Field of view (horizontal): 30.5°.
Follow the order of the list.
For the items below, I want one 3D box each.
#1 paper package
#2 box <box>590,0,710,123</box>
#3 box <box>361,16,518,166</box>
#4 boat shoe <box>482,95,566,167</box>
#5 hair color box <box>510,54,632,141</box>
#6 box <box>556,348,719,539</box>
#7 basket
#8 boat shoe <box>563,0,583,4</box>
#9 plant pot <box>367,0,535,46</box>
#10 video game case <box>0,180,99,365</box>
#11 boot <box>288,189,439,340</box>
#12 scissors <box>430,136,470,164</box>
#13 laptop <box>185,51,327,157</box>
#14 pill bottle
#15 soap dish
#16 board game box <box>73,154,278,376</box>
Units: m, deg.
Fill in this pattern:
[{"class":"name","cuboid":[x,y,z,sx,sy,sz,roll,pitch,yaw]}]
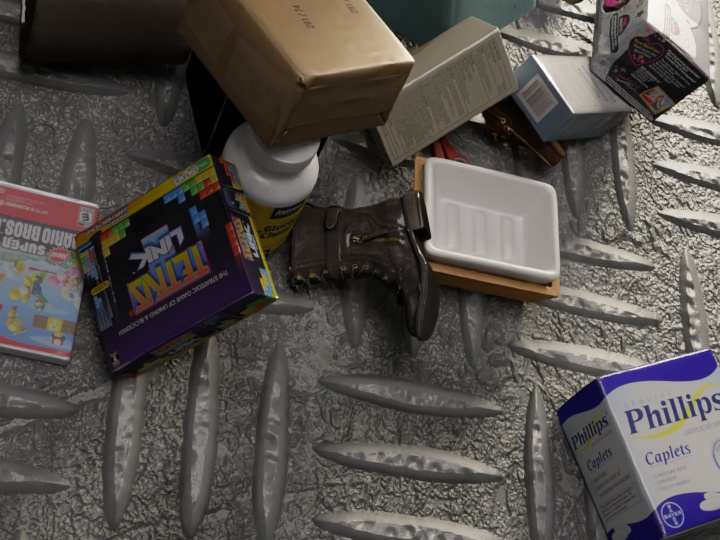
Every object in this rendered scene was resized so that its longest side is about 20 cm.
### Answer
[{"class":"paper package","cuboid":[-0.069,-0.245,1.433,0.189,0.104,0.201,-16,59,-43]},{"class":"box","cuboid":[0.409,-0.336,1.859,0.131,0.114,0.202,36,41,-20]},{"class":"box","cuboid":[0.092,-0.229,1.675,0.198,0.096,0.078,-31,31,-10]},{"class":"boat shoe","cuboid":[0.191,-0.209,1.777,0.070,0.070,0.200,-43,84,6]},{"class":"hair color box","cuboid":[0.281,-0.233,1.776,0.199,0.061,0.100,-12,65,-55]},{"class":"box","cuboid":[0.366,0.218,1.581,0.181,0.105,0.202,-11,66,-27]},{"class":"basket","cuboid":[-0.302,-0.325,1.602,0.197,0.136,0.184,7,84,-24]},{"class":"boat shoe","cuboid":[0.307,-0.487,1.969,0.072,0.075,0.203,-6,66,-24]},{"class":"plant pot","cuboid":[0.115,-0.440,1.755,0.195,0.202,0.195,34,51,29]},{"class":"video game case","cuboid":[-0.375,-0.002,1.461,0.141,0.017,0.203,13,59,-15]},{"class":"boot","cuboid":[0.000,0.000,1.555,0.171,0.069,0.203,-11,64,12]},{"class":"scissors","cuboid":[0.106,-0.178,1.755,0.072,0.014,0.203,-1,62,-19]},{"class":"laptop","cuboid":[-0.126,-0.206,1.577,0.198,0.178,0.104,28,56,-4]},{"class":"pill bottle","cuboid":[-0.112,-0.103,1.511,0.110,0.200,0.114,9,59,-16]},{"class":"soap dish","cuboid":[0.152,-0.047,1.657,0.197,0.081,0.160,12,59,-16]},{"class":"board game box","cuboid":[-0.203,-0.003,1.426,0.057,0.198,0.167,20,46,-60]}]
